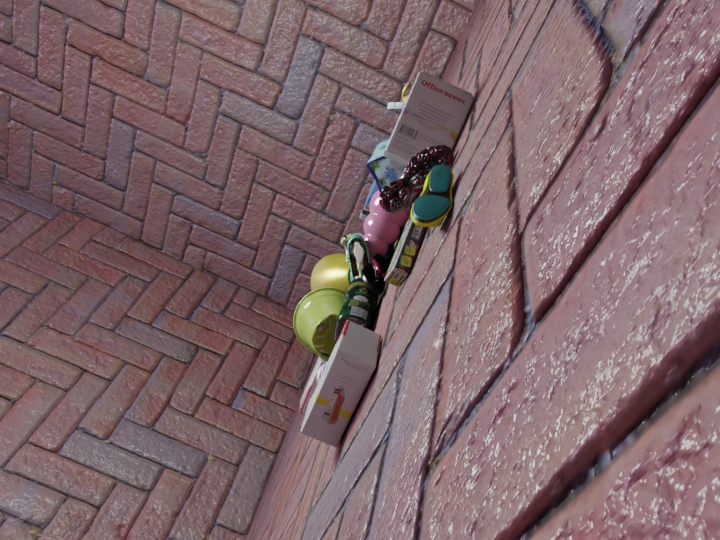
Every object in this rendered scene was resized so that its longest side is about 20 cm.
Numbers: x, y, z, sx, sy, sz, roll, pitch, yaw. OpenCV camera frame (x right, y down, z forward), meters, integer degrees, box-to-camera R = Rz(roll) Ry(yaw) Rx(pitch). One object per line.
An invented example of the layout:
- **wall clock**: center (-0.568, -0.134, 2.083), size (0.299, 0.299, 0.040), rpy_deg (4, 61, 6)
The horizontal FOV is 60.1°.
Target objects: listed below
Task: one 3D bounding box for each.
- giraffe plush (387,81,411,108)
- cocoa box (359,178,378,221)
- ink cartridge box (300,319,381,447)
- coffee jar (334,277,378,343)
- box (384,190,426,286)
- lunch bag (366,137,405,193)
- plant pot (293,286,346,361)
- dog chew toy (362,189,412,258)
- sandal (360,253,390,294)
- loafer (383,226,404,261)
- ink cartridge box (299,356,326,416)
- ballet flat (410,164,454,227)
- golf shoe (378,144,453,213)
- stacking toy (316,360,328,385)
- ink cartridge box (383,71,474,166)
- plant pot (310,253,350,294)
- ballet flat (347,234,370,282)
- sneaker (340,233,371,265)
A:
- **giraffe plush**: center (0.202, -0.471, 1.900), size (0.162, 0.199, 0.174), rpy_deg (1, -68, -62)
- **cocoa box**: center (0.099, -0.249, 1.988), size (0.131, 0.132, 0.201), rpy_deg (120, 173, -60)
- **ink cartridge box**: center (-0.038, 0.225, 1.246), size (0.145, 0.083, 0.202), rpy_deg (-73, 7, -69)
- **coffee jar**: center (-0.007, 0.105, 1.567), size (0.201, 0.084, 0.105), rpy_deg (-70, -8, -60)
- **box**: center (0.112, -0.074, 1.348), size (0.110, 0.034, 0.202), rpy_deg (121, 172, -68)
- **lunch bag**: center (0.136, -0.306, 1.685), size (0.198, 0.128, 0.171), rpy_deg (-21, 24, 23)
- **plant pot**: center (-0.080, 0.164, 1.715), size (0.202, 0.199, 0.184), rpy_deg (-66, 14, 5)
- **dog chew toy**: center (0.064, -0.130, 1.743), size (0.125, 0.123, 0.202), rpy_deg (149, 146, -85)
- **sandal**: center (0.050, -0.003, 1.628), size (0.045, 0.075, 0.200), rpy_deg (-44, 9, 26)
- **loafer**: center (0.081, -0.108, 1.822), size (0.073, 0.072, 0.202), rpy_deg (124, 170, -79)
- **ink cartridge box**: center (-0.102, 0.320, 1.686), size (0.200, 0.082, 0.148), rpy_deg (140, 153, -83)
- **ballet flat**: center (0.136, -0.119, 1.131), size (0.201, 0.066, 0.068), rpy_deg (-66, -20, -49)
- **golf shoe**: center (0.129, -0.207, 1.399), size (0.199, 0.073, 0.092), rpy_deg (-39, -11, 18)
- **stacking toy**: center (-0.032, 0.216, 1.390), size (0.200, 0.085, 0.086), rpy_deg (-52, 14, 56)
- **ink cartridge box**: center (0.160, -0.337, 1.462), size (0.083, 0.144, 0.202), rpy_deg (-102, 37, -89)
- **plant pot**: center (-0.031, 0.035, 1.876), size (0.142, 0.199, 0.202), rpy_deg (-20, 42, 55)
- **ballet flat**: center (0.000, 0.000, 1.676), size (0.070, 0.067, 0.202), rpy_deg (46, -149, -83)
- **sneaker**: center (-0.003, -0.014, 1.770), size (0.075, 0.076, 0.202), rpy_deg (-47, 55, 42)
